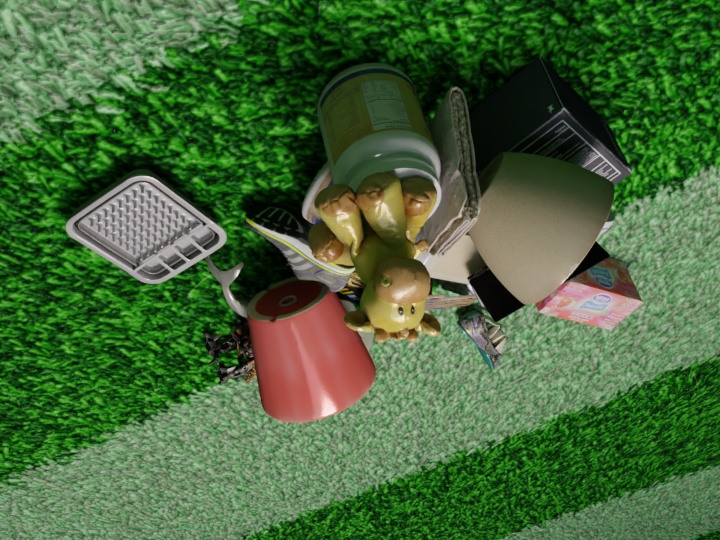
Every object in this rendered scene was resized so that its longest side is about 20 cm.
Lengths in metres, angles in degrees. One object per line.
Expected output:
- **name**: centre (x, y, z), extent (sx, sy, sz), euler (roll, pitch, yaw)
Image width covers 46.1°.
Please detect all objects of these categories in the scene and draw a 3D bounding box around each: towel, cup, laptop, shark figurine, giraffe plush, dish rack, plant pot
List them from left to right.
- **dish rack**: centre (-0.319, -0.069, 1.271), extent (0.171, 0.044, 0.200), euler (-28, 140, 19)
- **shark figurine**: centre (-0.189, 0.046, 1.437), extent (0.214, 0.089, 0.129), euler (18, 99, -45)
- **plant pot**: centre (-0.092, 0.118, 1.376), extent (0.199, 0.201, 0.179), euler (-16, 115, 3)
- **giraffe plush**: centre (0.030, 0.002, 1.040), extent (0.171, 0.163, 0.201), euler (-13, 142, -2)
- **towel**: centre (0.113, -0.130, 1.145), extent (0.034, 0.202, 0.133), euler (5, 153, -19)
- **cup**: centre (0.220, -0.078, 1.138), extent (0.143, 0.201, 0.201), euler (34, 128, -7)
- **laptop**: centre (0.274, 0.018, 1.297), extent (0.186, 0.116, 0.200), euler (-30, 153, 4)

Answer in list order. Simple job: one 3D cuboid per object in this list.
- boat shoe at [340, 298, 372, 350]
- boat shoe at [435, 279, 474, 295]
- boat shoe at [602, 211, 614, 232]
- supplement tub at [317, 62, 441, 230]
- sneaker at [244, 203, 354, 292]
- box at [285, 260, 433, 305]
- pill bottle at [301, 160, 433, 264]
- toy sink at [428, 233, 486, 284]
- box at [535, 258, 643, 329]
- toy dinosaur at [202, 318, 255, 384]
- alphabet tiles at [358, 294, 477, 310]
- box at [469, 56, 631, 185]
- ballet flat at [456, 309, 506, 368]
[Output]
- **boat shoe**: centre (-0.039, 0.104, 1.547), extent (0.071, 0.071, 0.201), euler (17, 161, 25)
- **boat shoe**: centre (0.164, 0.003, 1.492), extent (0.065, 0.074, 0.200), euler (-26, 132, 30)
- **boat shoe**: centre (0.341, -0.078, 1.444), extent (0.198, 0.074, 0.066), euler (4, 135, -20)
- **supplement tub**: centre (0.026, -0.163, 1.131), extent (0.143, 0.201, 0.145), euler (-9, 143, -7)
- **sneaker**: centre (-0.097, -0.031, 1.290), extent (0.074, 0.199, 0.081), euler (-41, 156, -47)
- **box**: centre (0.000, 0.000, 1.404), extent (0.159, 0.050, 0.199), euler (-7, 154, 41)
- **pill bottle**: centre (0.023, -0.075, 1.234), extent (0.199, 0.116, 0.116), euler (33, 137, 8)
- **toy sink**: centre (0.142, -0.070, 1.346), extent (0.198, 0.131, 0.112), euler (11, 136, -27)
- **box**: centre (0.415, 0.031, 1.581), extent (0.199, 0.103, 0.095), euler (14, 135, -31)
- **toy dinosaur**: centre (-0.205, 0.150, 1.551), extent (0.135, 0.102, 0.202), euler (-18, 124, -22)
- **alphabet tiles**: centre (0.097, 0.057, 1.441), extent (0.198, 0.008, 0.167), euler (-5, 170, -5)
- **box**: centre (0.255, -0.172, 1.255), extent (0.199, 0.124, 0.198), euler (-36, 137, 27)
- **ballet flat**: centre (0.256, 0.136, 1.696), extent (0.072, 0.072, 0.200), euler (-24, 143, 13)
